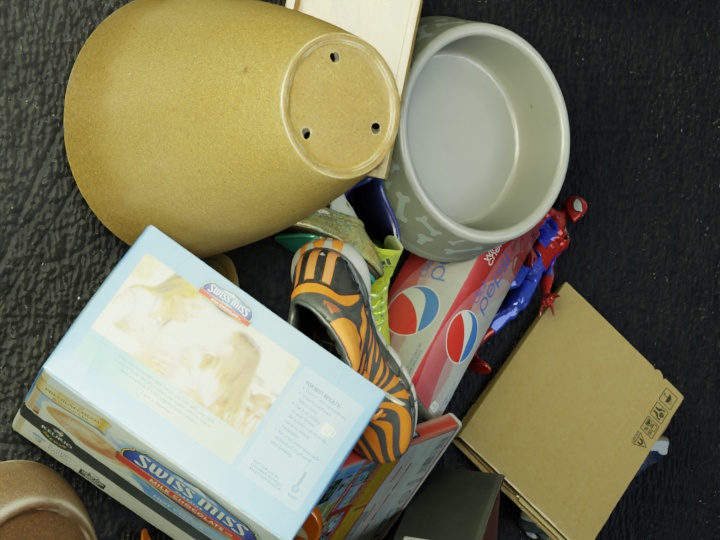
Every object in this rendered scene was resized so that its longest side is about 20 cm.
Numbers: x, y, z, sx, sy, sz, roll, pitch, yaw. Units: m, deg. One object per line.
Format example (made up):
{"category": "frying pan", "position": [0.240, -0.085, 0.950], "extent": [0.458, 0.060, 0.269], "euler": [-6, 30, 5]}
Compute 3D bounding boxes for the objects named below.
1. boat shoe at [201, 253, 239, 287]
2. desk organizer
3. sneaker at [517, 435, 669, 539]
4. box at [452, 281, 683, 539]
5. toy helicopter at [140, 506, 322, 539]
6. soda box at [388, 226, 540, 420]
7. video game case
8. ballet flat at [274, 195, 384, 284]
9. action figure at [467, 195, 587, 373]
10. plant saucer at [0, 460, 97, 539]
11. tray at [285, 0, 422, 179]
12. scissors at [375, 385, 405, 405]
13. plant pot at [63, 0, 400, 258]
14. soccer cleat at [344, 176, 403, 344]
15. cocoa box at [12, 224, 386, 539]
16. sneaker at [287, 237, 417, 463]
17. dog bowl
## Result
{"category": "boat shoe", "position": [-0.129, 0.085, 1.626], "extent": [0.066, 0.074, 0.200], "euler": [65, 38, -72]}
{"category": "desk organizer", "position": [0.068, 0.243, 1.870], "extent": [0.200, 0.072, 0.077], "euler": [-59, 153, -65]}
{"category": "sneaker", "position": [0.217, 0.204, 2.126], "extent": [0.200, 0.070, 0.109], "euler": [1, 94, -47]}
{"category": "box", "position": [0.191, 0.134, 2.040], "extent": [0.163, 0.021, 0.200], "euler": [44, 60, -11]}
{"category": "toy helicopter", "position": [-0.106, 0.254, 1.678], "extent": [0.079, 0.132, 0.200], "euler": [-88, -171, -66]}
{"category": "soda box", "position": [0.070, 0.023, 1.871], "extent": [0.200, 0.070, 0.063], "euler": [-61, 140, -22]}
{"category": "video game case", "position": [-0.011, 0.187, 1.788], "extent": [0.200, 0.017, 0.143], "euler": [-14, 143, -54]}
{"category": "ballet flat", "position": [-0.052, -0.049, 1.656], "extent": [0.200, 0.071, 0.071], "euler": [24, 80, -36]}
{"category": "action figure", "position": [0.148, 0.004, 1.995], "extent": [0.200, 0.052, 0.065], "euler": [-55, 135, -32]}
{"category": "plant saucer", "position": [-0.242, 0.231, 1.539], "extent": [0.200, 0.034, 0.201], "euler": [-21, 116, -51]}
{"category": "tray", "position": [-0.009, -0.176, 1.677], "extent": [0.037, 0.098, 0.200], "euler": [2, 99, -85]}
{"category": "scissors", "position": [-0.050, 0.048, 1.557], "extent": [0.014, 0.200, 0.073], "euler": [-61, 167, -8]}
{"category": "plant pot", "position": [-0.068, -0.100, 1.488], "extent": [0.186, 0.200, 0.187], "euler": [0, 90, -35]}
{"category": "soccer cleat", "position": [-0.001, 0.000, 1.754], "extent": [0.065, 0.084, 0.200], "euler": [-37, 128, -41]}
{"category": "cocoa box", "position": [-0.109, 0.093, 1.508], "extent": [0.133, 0.200, 0.131], "euler": [-56, -177, -26]}
{"category": "sneaker", "position": [-0.017, 0.085, 1.641], "extent": [0.112, 0.077, 0.200], "euler": [-74, 148, -52]}
{"category": "dog bowl", "position": [0.085, -0.108, 1.803], "extent": [0.200, 0.059, 0.201], "euler": [2, 87, -36]}
